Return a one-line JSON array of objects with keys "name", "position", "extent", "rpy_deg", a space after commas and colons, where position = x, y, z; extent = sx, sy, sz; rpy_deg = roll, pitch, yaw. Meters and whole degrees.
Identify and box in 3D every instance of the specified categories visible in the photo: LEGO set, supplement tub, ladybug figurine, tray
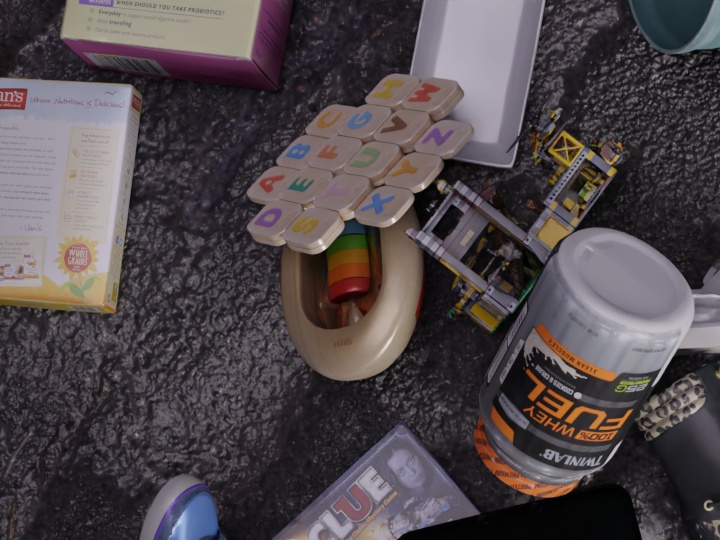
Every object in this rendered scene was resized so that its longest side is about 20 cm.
[{"name": "LEGO set", "position": [0.115, -0.053, 1.705], "extent": [0.116, 0.154, 0.201], "rpy_deg": [37, 93, 2]}, {"name": "supplement tub", "position": [0.169, 0.076, 1.643], "extent": [0.122, 0.122, 0.201], "rpy_deg": [37, 129, 16]}, {"name": "ladybug figurine", "position": [0.000, 0.000, 1.748], "extent": [0.135, 0.072, 0.202], "rpy_deg": [-13, 65, 30]}, {"name": "tray", "position": [0.100, -0.189, 1.805], "extent": [0.106, 0.022, 0.202], "rpy_deg": [9, 80, 13]}]

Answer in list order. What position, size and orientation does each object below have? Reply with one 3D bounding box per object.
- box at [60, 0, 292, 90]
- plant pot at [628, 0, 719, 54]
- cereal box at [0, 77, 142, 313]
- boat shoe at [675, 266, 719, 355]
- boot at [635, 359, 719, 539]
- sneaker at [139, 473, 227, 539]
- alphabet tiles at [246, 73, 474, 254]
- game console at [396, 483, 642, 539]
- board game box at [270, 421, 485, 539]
[{"name": "box", "position": [-0.149, -0.274, 1.828], "extent": [0.174, 0.097, 0.202], "rpy_deg": [7, 81, 13]}, {"name": "plant pot", "position": [0.313, -0.277, 1.705], "extent": [0.133, 0.200, 0.202], "rpy_deg": [-1, 77, -16]}, {"name": "cereal box", "position": [-0.275, -0.068, 1.848], "extent": [0.142, 0.040, 0.202], "rpy_deg": [5, 79, 12]}, {"name": "boat shoe", "position": [0.290, 0.031, 1.700], "extent": [0.198, 0.072, 0.069], "rpy_deg": [-5, 80, 21]}, {"name": "boot", "position": [0.327, 0.132, 1.660], "extent": [0.202, 0.073, 0.155], "rpy_deg": [-30, 79, 8]}, {"name": "sneaker", "position": [-0.106, 0.277, 1.682], "extent": [0.146, 0.080, 0.202], "rpy_deg": [22, 114, 34]}, {"name": "alphabet tiles", "position": [-0.004, -0.092, 1.734], "extent": [0.200, 0.015, 0.195], "rpy_deg": [-48, 34, -21]}, {"name": "game console", "position": [0.142, 0.292, 1.677], "extent": [0.198, 0.117, 0.177], "rpy_deg": [-14, 115, 4]}, {"name": "board game box", "position": [0.006, 0.242, 1.729], "extent": [0.200, 0.035, 0.136], "rpy_deg": [-43, 73, 1]}]
